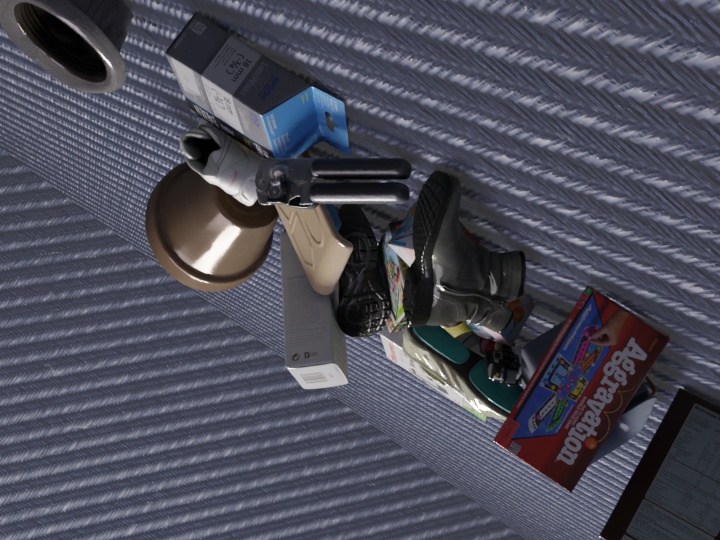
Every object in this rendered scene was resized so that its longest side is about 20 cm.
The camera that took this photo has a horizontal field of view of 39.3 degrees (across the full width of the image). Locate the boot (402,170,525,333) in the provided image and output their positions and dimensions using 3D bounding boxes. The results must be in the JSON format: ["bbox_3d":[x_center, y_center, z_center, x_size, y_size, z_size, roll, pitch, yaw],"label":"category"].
[{"bbox_3d":[0.121,-0.019,1.105,0.128,0.068,0.203,1,127,-10],"label":"boot"}]

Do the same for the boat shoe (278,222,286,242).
[{"bbox_3d":[-0.090,-0.060,1.498,0.083,0.069,0.200,30,166,19],"label":"boat shoe"}]

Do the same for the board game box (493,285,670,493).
[{"bbox_3d":[0.237,0.129,1.089,0.102,0.202,0.019,31,-166,10],"label":"board game box"}]

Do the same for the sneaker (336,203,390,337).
[{"bbox_3d":[0.000,0.000,1.362,0.074,0.091,0.203,-3,124,-1],"label":"sneaker"}]

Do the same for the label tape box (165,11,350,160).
[{"bbox_3d":[-0.112,-0.184,1.135,0.198,0.064,0.144,33,167,12],"label":"label tape box"}]

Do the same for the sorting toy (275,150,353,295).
[{"bbox_3d":[-0.072,-0.083,1.281,0.202,0.036,0.185,60,161,12],"label":"sorting toy"}]

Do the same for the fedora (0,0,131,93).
[{"bbox_3d":[-0.347,-0.307,1.234,0.176,0.091,0.199,38,160,-18],"label":"fedora"}]

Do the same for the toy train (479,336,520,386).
[{"bbox_3d":[0.173,0.097,1.290,0.045,0.035,0.200,6,-163,1],"label":"toy train"}]

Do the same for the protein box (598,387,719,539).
[{"bbox_3d":[0.397,0.285,1.196,0.134,0.202,0.199,26,165,30],"label":"protein box"}]

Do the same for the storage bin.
[{"bbox_3d":[0.269,0.145,1.222,0.135,0.144,0.200,59,177,23],"label":"storage bin"}]

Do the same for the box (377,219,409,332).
[{"bbox_3d":[0.053,0.011,1.331,0.200,0.034,0.112,113,143,-76],"label":"box"}]

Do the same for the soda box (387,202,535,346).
[{"bbox_3d":[0.124,0.006,1.212,0.200,0.064,0.068,44,164,-32],"label":"soda box"}]

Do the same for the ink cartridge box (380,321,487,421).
[{"bbox_3d":[0.136,0.137,1.591,0.198,0.085,0.146,32,167,16],"label":"ink cartridge box"}]

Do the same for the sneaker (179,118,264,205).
[{"bbox_3d":[-0.180,-0.160,1.249,0.098,0.079,0.200,21,-162,-31],"label":"sneaker"}]

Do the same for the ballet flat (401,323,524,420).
[{"bbox_3d":[0.134,0.135,1.292,0.199,0.067,0.063,40,136,19],"label":"ballet flat"}]

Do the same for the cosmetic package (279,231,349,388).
[{"bbox_3d":[-0.064,0.052,1.400,0.073,0.204,0.102,-7,157,8],"label":"cosmetic package"}]

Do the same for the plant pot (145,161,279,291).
[{"bbox_3d":[-0.196,-0.086,1.474,0.199,0.202,0.174,38,150,-15],"label":"plant pot"}]

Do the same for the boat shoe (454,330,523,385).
[{"bbox_3d":[0.194,0.123,1.388,0.066,0.075,0.198,1,175,39],"label":"boat shoe"}]

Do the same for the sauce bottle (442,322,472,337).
[{"bbox_3d":[0.123,0.053,1.374,0.064,0.065,0.200,28,166,26],"label":"sauce bottle"}]

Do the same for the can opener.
[{"bbox_3d":[-0.030,-0.098,1.141,0.197,0.054,0.067,2,175,25],"label":"can opener"}]
